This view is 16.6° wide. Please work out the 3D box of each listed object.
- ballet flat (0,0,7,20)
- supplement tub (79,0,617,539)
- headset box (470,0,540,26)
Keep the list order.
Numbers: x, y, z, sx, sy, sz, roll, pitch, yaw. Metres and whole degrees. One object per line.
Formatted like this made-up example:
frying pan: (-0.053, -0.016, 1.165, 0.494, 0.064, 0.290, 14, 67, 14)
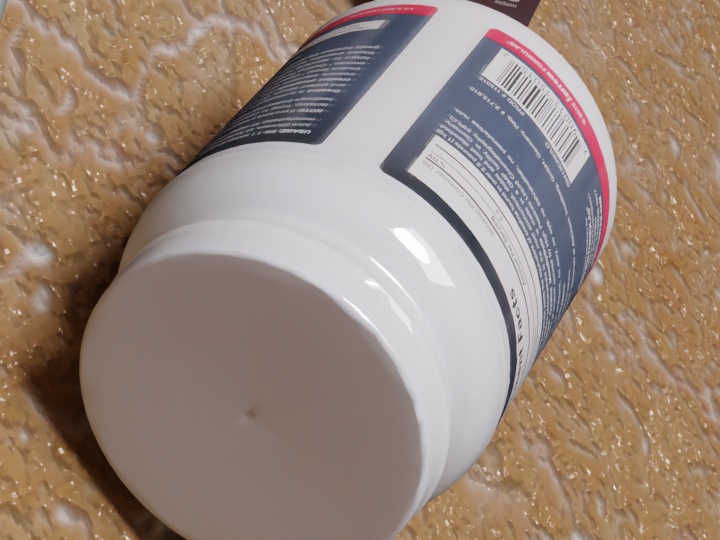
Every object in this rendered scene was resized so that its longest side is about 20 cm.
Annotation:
ballet flat: (-0.190, -0.120, 0.773, 0.200, 0.067, 0.064, 29, 53, -39)
supplement tub: (0.000, 0.000, 0.868, 0.140, 0.140, 0.200, 54, 35, -11)
headset box: (0.064, -0.215, 1.061, 0.075, 0.200, 0.149, 13, 45, -13)
